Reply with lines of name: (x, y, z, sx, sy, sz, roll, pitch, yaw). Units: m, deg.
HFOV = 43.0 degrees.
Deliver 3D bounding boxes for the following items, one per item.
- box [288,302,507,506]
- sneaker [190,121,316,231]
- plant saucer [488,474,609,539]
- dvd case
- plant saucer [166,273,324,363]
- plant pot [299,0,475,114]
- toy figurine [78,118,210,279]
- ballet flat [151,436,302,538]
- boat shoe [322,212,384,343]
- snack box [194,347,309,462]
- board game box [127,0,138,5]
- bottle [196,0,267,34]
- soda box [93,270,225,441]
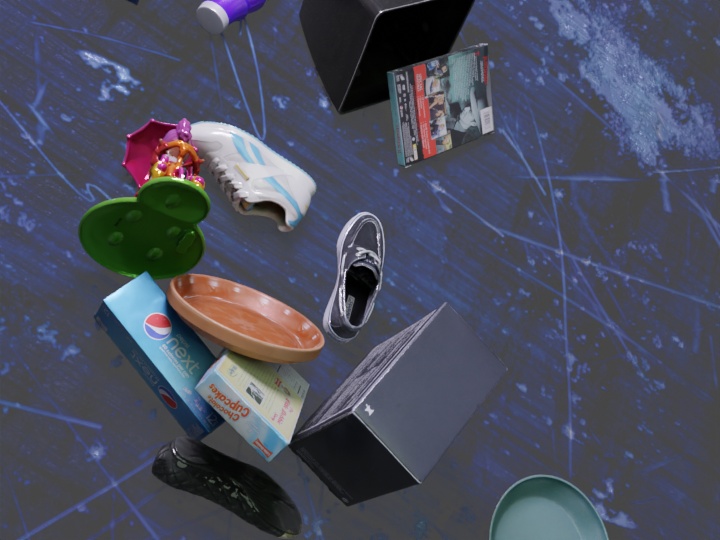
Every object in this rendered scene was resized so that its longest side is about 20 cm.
box: (0.044, 0.170, 1.130, 0.123, 0.198, 0.200, 46, 57, -2)
sneaker: (-0.158, -0.128, 1.229, 0.199, 0.077, 0.081, 29, 61, -11)
plant saucer: (0.251, 0.382, 1.244, 0.199, 0.036, 0.201, 10, 66, -23)
dvd case: (0.129, -0.258, 1.415, 0.200, 0.022, 0.147, -24, 117, -31)
plant saucer: (-0.141, 0.061, 1.110, 0.200, 0.200, 0.032, 21, 102, -18)
plant pot: (0.023, -0.385, 1.368, 0.199, 0.200, 0.178, -23, 67, -32)
toy figurine: (-0.246, -0.118, 1.128, 0.150, 0.200, 0.185, 22, 48, -27)
ballet flat: (-0.154, 0.261, 1.090, 0.200, 0.057, 0.067, 36, 30, -15)
boat shoe: (0.000, 0.000, 1.258, 0.072, 0.068, 0.201, 26, 60, -15)
snack box: (-0.121, 0.137, 1.076, 0.037, 0.200, 0.116, -43, 96, 10)
board game box: (-0.377, -0.501, 1.293, 0.199, 0.043, 0.200, 21, 60, -18)
bottle: (-0.170, -0.426, 1.353, 0.083, 0.065, 0.200, 36, 58, -8)
soda box: (-0.228, 0.105, 1.099, 0.068, 0.064, 0.200, -38, 90, -34)
